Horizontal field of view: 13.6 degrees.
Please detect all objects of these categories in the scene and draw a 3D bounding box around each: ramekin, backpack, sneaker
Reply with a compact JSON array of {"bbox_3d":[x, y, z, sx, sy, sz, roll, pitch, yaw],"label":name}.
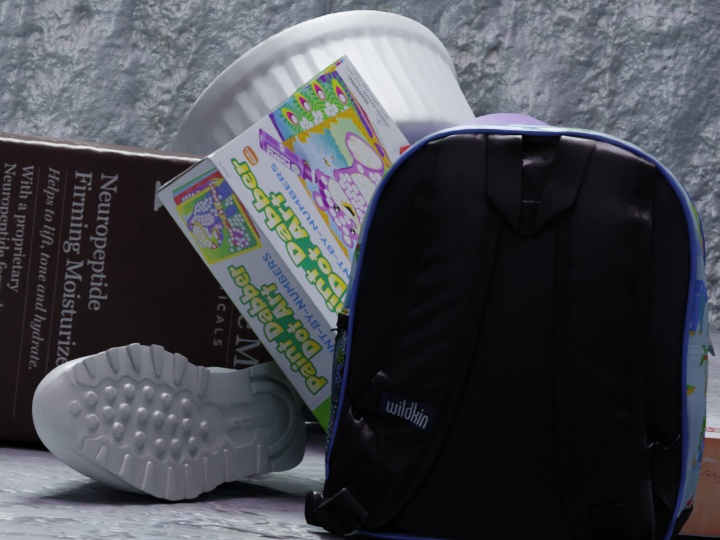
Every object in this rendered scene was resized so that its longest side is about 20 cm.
[{"bbox_3d":[-0.012,-0.055,1.875,0.200,0.201,0.098,5,40,-39],"label":"ramekin"},{"bbox_3d":[0.080,0.029,1.443,0.182,0.201,0.147,6,5,10],"label":"backpack"},{"bbox_3d":[-0.108,0.079,1.506,0.080,0.077,0.200,-5,-9,31],"label":"sneaker"}]

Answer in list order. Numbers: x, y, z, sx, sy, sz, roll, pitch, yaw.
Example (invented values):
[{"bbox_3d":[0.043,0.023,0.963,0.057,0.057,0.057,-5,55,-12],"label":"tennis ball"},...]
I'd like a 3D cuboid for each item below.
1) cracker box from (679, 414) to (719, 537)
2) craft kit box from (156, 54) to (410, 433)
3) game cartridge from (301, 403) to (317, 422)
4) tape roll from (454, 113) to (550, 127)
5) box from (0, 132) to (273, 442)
[{"bbox_3d":[0.139,0.103,1.645,0.133,0.058,0.200,6,3,-13],"label":"cracker box"},{"bbox_3d":[0.000,0.000,1.605,0.048,0.200,0.198,-33,5,31],"label":"craft kit box"},{"bbox_3d":[0.026,0.058,1.940,0.200,0.042,0.133,3,-32,-44],"label":"game cartridge"},{"bbox_3d":[0.093,0.011,1.835,0.200,0.201,0.085,5,17,-44],"label":"tape roll"},{"bbox_3d":[-0.158,0.010,1.698,0.199,0.167,0.164,5,1,-17],"label":"box"}]
